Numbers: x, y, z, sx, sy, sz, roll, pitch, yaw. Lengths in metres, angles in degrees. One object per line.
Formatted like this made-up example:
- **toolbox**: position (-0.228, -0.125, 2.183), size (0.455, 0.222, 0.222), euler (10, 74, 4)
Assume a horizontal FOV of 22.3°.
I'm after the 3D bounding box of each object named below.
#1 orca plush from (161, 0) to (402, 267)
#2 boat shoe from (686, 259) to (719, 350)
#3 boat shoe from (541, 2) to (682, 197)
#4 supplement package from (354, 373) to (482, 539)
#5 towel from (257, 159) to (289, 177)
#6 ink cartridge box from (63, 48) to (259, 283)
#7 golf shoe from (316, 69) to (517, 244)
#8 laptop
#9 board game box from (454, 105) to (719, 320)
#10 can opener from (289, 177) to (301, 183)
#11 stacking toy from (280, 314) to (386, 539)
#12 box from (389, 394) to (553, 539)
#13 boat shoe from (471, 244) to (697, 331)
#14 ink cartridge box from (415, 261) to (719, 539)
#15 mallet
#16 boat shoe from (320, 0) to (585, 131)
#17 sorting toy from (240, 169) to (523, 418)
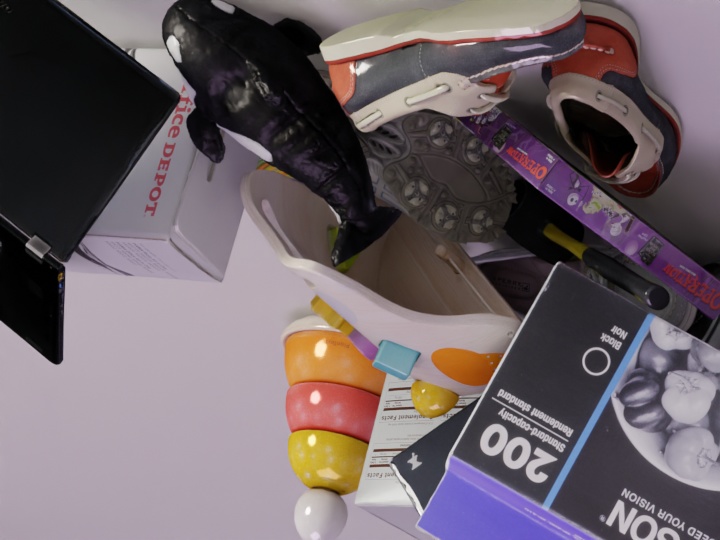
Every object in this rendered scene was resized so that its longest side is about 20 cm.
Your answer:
- **orca plush**: position (-0.058, -0.094, 1.151), size (0.105, 0.201, 0.071), euler (-27, 178, 5)
- **boat shoe**: position (0.228, 0.034, 1.381), size (0.070, 0.073, 0.200), euler (15, 161, -12)
- **boat shoe**: position (0.155, -0.090, 1.139), size (0.071, 0.063, 0.200), euler (5, 158, 20)
- **supplement package**: position (0.127, 0.134, 1.523), size (0.146, 0.201, 0.191), euler (-5, 152, 43)
- **towel**: position (-0.038, -0.059, 1.409), size (0.199, 0.018, 0.086), euler (23, 158, -19)
- **ink cartridge box**: position (-0.175, -0.075, 1.283), size (0.199, 0.146, 0.083), euler (4, 158, 28)
- **golf shoe**: position (0.017, -0.084, 1.267), size (0.199, 0.079, 0.097), euler (29, 177, -26)
- **laptop**: position (-0.231, -0.075, 1.220), size (0.187, 0.116, 0.200), euler (37, 149, 14)
- **board game box**: position (0.155, -0.044, 1.215), size (0.200, 0.032, 0.120), euler (33, -175, -37)
- **can opener**: position (0.002, -0.016, 1.392), size (0.052, 0.067, 0.200), euler (9, 165, 45)
- **stacking toy**: position (-0.025, 0.154, 1.677), size (0.145, 0.201, 0.146), euler (14, 159, 5)
- **box**: position (0.157, 0.162, 1.299), size (0.199, 0.124, 0.199), euler (-35, 141, 3)
- **boat shoe**: position (0.156, 0.016, 1.357), size (0.201, 0.075, 0.064), euler (10, -173, 42)
- **ink cartridge box**: position (0.162, 0.127, 1.169), size (0.197, 0.201, 0.043), euler (29, 179, 12)
- **mallet**: position (0.161, -0.007, 1.253), size (0.066, 0.041, 0.200), euler (34, -177, -34)
- **boat shoe**: position (0.057, -0.122, 1.076), size (0.199, 0.071, 0.063), euler (-4, 112, 47)
- **sorting toy**: position (0.000, 0.000, 1.254), size (0.180, 0.107, 0.200), euler (30, -164, -41)
